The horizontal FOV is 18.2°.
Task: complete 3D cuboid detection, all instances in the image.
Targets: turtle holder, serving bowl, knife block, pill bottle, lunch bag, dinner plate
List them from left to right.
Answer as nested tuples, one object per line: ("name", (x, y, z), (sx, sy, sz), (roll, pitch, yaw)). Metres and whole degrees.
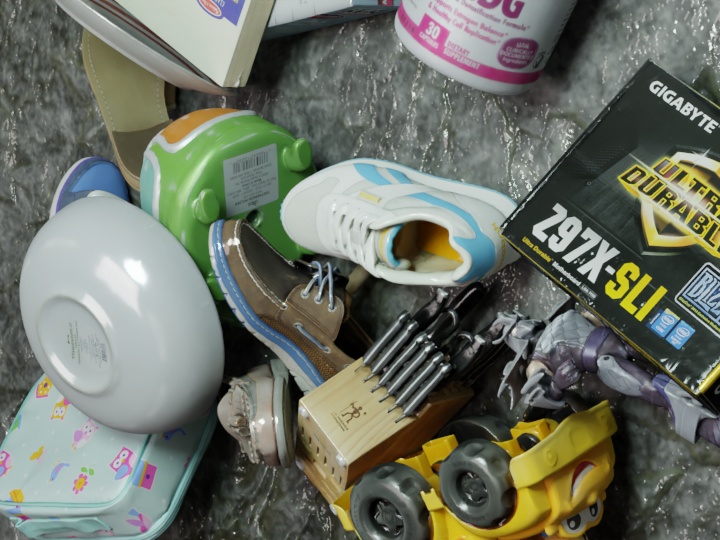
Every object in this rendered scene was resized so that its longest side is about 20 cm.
("lunch bag", (-0.223, 0.158, 1.920), (0.200, 0.077, 0.160), (-5, 56, 44))
("serving bowl", (-0.201, 0.045, 1.773), (0.200, 0.066, 0.200), (21, 125, 33))
("dinner plate", (-0.186, -0.192, 1.819), (0.200, 0.200, 0.024), (39, 98, 37))
("turtle holder", (-0.103, -0.048, 1.803), (0.141, 0.186, 0.132), (-46, 44, -11))
("knife block", (0.039, 0.091, 1.692), (0.064, 0.176, 0.200), (52, 163, 18))
("pill bottle", (0.111, -0.233, 1.567), (0.113, 0.113, 0.200), (45, 123, 34))

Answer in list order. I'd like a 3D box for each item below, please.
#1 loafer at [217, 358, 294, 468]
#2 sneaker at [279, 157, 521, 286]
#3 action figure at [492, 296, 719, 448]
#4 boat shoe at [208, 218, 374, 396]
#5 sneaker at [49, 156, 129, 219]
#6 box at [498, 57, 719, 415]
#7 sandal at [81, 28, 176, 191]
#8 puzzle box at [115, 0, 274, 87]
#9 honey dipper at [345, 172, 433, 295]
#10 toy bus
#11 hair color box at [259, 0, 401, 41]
("loafer", (-0.084, 0.113, 1.750), (0.200, 0.063, 0.072), (-98, 3, -82))
("sneaker", (0.018, -0.033, 1.654), (0.200, 0.081, 0.077), (7, 112, 34))
("action figure", (0.177, 0.056, 1.532), (0.200, 0.130, 0.069), (14, 144, 32))
("boat shoe", (-0.041, 0.027, 1.724), (0.072, 0.200, 0.072), (-24, 36, 22))
("sneaker", (-0.199, -0.021, 1.901), (0.146, 0.081, 0.200), (-22, 52, 46))
("box", (0.212, -0.025, 1.476), (0.160, 0.049, 0.200), (-49, 54, 2))
("sandal", (-0.191, -0.141, 1.917), (0.070, 0.078, 0.212), (93, 166, -56))
("puzzle box", (-0.138, -0.249, 1.801), (0.200, 0.025, 0.133), (41, 120, 37))
("honey dipper", (0.000, 0.000, 1.751), (0.200, 0.038, 0.038), (-48, 60, 35))
("toy bus", (0.106, 0.200, 1.604), (0.200, 0.136, 0.192), (-22, 91, 43))
("hair color box", (-0.058, -0.240, 1.780), (0.200, 0.061, 0.099), (-7, 88, 47))
